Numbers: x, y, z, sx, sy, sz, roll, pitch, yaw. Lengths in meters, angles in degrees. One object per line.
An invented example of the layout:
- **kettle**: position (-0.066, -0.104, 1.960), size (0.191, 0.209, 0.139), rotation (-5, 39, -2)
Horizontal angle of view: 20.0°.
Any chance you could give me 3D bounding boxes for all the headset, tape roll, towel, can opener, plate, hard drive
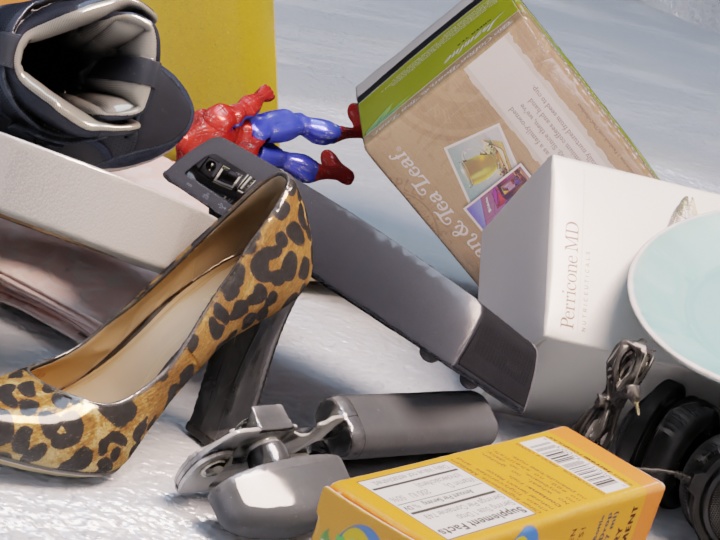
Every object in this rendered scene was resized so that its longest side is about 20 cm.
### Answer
- **headset**: position (0.188, 0.094, 1.084), size (0.199, 0.094, 0.123), rotation (15, 12, -39)
- **tape roll**: position (-0.168, -0.041, 1.042), size (0.202, 0.037, 0.203), rotation (19, -2, 1)
- **towel**: position (-0.150, -0.018, 1.186), size (0.190, 0.032, 0.200), rotation (26, 29, 27)
- **can opener**: position (-0.004, 0.098, 0.984), size (0.199, 0.053, 0.067), rotation (1, 53, -46)
- **plate**: position (0.239, 0.023, 1.080), size (0.199, 0.026, 0.201), rotation (0, 32, 0)
- **hard drive**: position (0.000, 0.000, 1.081), size (0.200, 0.042, 0.135), rotation (33, -1, 27)

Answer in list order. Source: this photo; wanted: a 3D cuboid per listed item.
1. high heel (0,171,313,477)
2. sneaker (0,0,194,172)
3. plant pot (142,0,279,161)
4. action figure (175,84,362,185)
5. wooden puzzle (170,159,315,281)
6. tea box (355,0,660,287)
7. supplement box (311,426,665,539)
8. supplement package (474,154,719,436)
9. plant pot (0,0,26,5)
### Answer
- **high heel**: position (-0.106, 0.018, 0.943), size (0.071, 0.143, 0.199), rotation (29, 19, 36)
- **sneaker**: position (-0.131, -0.095, 1.073), size (0.146, 0.077, 0.202), rotation (2, -5, 42)
- **plant pot**: position (-0.174, -0.180, 1.495), size (0.175, 0.201, 0.200), rotation (-6, 15, -18)
- **action figure**: position (-0.071, -0.087, 1.344), size (0.052, 0.066, 0.199), rotation (49, 28, 24)
- **wooden puzzle**: position (-0.101, -0.042, 1.360), size (0.199, 0.047, 0.185), rotation (8, 17, -29)
- **tea box**: position (0.108, -0.068, 1.344), size (0.200, 0.133, 0.197), rotation (49, 10, -15)
- **supplement box**: position (0.055, 0.121, 0.899), size (0.069, 0.067, 0.199), rotation (30, 20, 32)
- **supplement package**: position (0.177, 0.027, 1.187), size (0.199, 0.118, 0.117), rotation (12, -25, -15)
- **plant pot**: position (-0.283, -0.132, 1.216), size (0.199, 0.201, 0.140), rotation (14, 21, -10)
